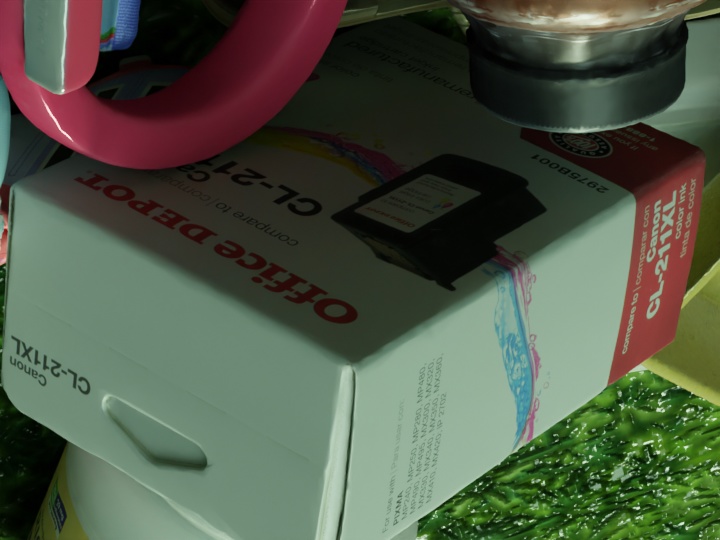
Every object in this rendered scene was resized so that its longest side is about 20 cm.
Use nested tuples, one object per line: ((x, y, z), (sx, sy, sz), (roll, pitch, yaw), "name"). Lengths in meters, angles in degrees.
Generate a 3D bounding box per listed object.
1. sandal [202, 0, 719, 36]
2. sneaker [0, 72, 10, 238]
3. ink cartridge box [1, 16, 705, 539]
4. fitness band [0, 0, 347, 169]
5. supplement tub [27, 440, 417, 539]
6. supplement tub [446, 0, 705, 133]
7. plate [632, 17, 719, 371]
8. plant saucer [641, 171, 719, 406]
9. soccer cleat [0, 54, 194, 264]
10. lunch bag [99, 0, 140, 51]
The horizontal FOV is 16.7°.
((0.046, -0.111, 0.865), (0.211, 0.078, 0.070), (-5, 169, -5), "sandal")
((-0.202, -0.060, 0.789), (0.200, 0.082, 0.074), (11, -179, 11), "sneaker")
((0.000, 0.000, 0.818), (0.200, 0.146, 0.083), (-30, 137, -46), "ink cartridge box")
((-0.049, -0.122, 0.732), (0.144, 0.037, 0.200), (-26, 135, -46), "fitness band")
((-0.062, 0.119, 0.996), (0.145, 0.146, 0.200), (4, 133, -25), "supplement tub")
((0.066, -0.146, 0.749), (0.107, 0.107, 0.200), (-10, 119, -11), "supplement tub")
((0.103, -0.015, 0.999), (0.199, 0.032, 0.200), (-8, 138, -13), "plate")
((0.208, -0.026, 0.978), (0.200, 0.048, 0.200), (-47, 143, 13), "plant saucer")
((-0.116, -0.028, 0.868), (0.200, 0.077, 0.067), (-4, 137, -16), "soccer cleat")
((-0.124, -0.163, 0.698), (0.150, 0.094, 0.200), (-12, 133, -42), "lunch bag")
